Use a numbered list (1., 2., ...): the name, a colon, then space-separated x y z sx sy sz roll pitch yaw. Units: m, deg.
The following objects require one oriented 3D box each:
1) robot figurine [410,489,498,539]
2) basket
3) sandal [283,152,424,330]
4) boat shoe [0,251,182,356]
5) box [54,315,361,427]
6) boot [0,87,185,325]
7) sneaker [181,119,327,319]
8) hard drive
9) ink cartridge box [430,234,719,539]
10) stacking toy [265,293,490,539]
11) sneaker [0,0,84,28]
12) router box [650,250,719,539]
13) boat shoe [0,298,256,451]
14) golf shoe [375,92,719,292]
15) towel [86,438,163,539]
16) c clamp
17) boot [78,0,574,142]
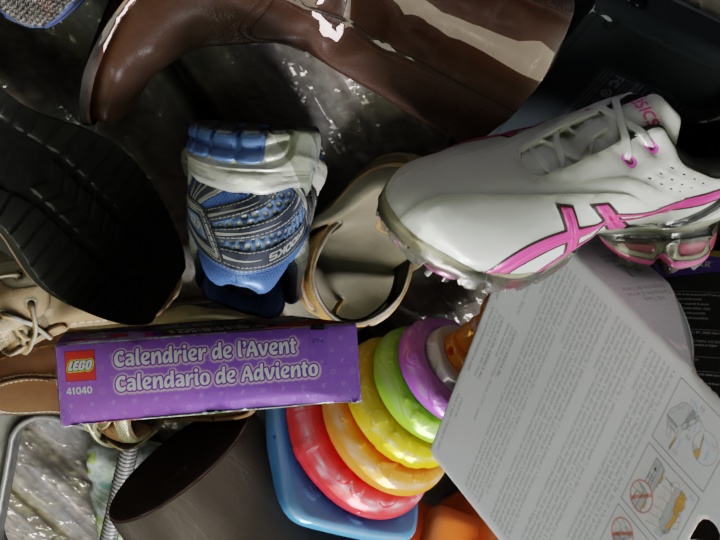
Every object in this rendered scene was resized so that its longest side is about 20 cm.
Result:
1. robot figurine: 0.115 0.231 1.014 0.198 0.117 0.144 24 127 -23
2. basket: -0.061 0.199 0.894 0.135 0.180 0.201 -33 104 5
3. sandal: 0.000 0.000 0.762 0.080 0.055 0.200 19 152 -17
4. boat shoe: -0.203 0.021 0.810 0.197 0.065 0.072 -3 142 8
5. box: -0.084 0.047 0.701 0.135 0.040 0.200 -4 180 -12
6. boot: -0.191 -0.052 0.695 0.138 0.078 0.200 15 156 48
7. sneaker: -0.057 -0.021 0.672 0.076 0.086 0.200 4 179 1
8. hard drive: 0.163 -0.063 0.699 0.198 0.033 0.140 20 139 -19
9. ink cartridge box: 0.122 0.089 0.666 0.057 0.200 0.164 -7 129 -37
10. stacking toy: 0.038 0.068 0.815 0.109 0.117 0.200 16 137 -33
11. sneaker: -0.120 -0.168 0.550 0.075 0.079 0.201 16 140 -14
12. router box: 0.196 0.103 0.776 0.052 0.159 0.200 1 154 23
13. boat shoe: -0.150 0.070 0.856 0.198 0.075 0.076 -11 148 18
14. golf shoe: 0.096 -0.047 0.614 0.198 0.073 0.093 -7 138 -33
15. towel: -0.116 0.195 1.041 0.169 0.049 0.201 5 142 -2
16. c clamp: -0.191 0.152 0.951 0.169 0.027 0.202 20 113 -5
17. boot: -0.018 -0.095 0.632 0.198 0.065 0.187 21 144 -15
